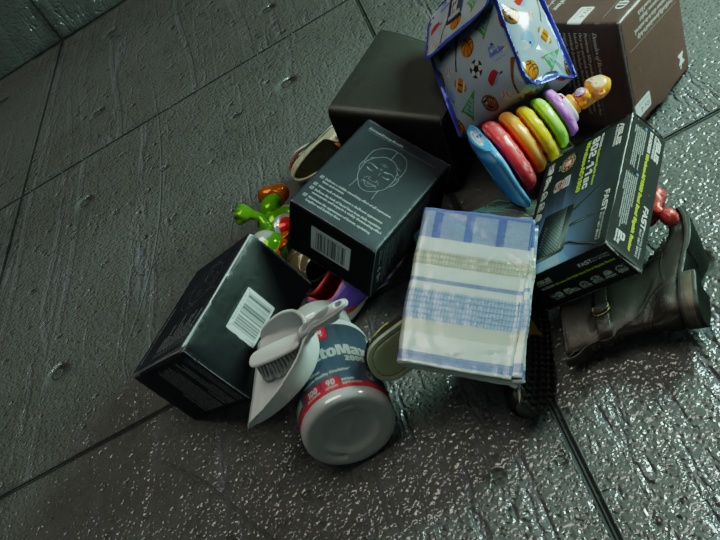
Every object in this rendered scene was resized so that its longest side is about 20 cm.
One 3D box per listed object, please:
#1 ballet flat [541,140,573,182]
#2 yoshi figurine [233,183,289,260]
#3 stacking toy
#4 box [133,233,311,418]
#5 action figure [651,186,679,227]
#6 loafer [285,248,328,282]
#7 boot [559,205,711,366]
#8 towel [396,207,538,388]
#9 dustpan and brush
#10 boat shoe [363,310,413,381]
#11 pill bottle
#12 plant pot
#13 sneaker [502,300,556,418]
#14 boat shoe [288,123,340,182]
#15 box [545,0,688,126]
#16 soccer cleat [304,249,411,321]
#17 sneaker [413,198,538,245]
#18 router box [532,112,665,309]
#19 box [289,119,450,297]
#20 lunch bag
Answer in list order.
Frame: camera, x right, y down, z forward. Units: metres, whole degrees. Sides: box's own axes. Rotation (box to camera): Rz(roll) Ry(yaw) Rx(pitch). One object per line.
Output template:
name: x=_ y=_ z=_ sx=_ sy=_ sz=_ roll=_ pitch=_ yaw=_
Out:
ballet flat: x=0.280 y=-0.162 z=1.177 sx=0.064 sy=0.071 sz=0.202 roll=-12 pitch=44 yaw=0
yoshi figurine: x=-0.162 y=-0.048 z=1.342 sx=0.110 sy=0.113 sz=0.202 roll=16 pitch=38 yaw=-5
stacking toy: x=0.250 y=-0.194 z=1.096 sx=0.199 sy=0.110 sz=0.117 roll=-37 pitch=33 yaw=9
box: x=-0.199 y=0.084 z=1.173 sx=0.195 sy=0.123 sz=0.202 roll=-24 pitch=33 yaw=52
action figure: x=0.329 y=-0.078 z=1.015 sx=0.065 sy=0.052 sz=0.200 roll=-45 pitch=15 yaw=-1
loafer: x=-0.029 y=-0.050 z=1.285 sx=0.200 sy=0.076 sz=0.068 roll=-45 pitch=38 yaw=3
boot: x=0.314 y=0.015 z=0.967 sx=0.172 sy=0.070 sz=0.202 roll=-18 pitch=33 yaw=33
towel: x=0.125 y=0.026 z=0.938 sx=0.144 sy=0.024 sz=0.204 roll=7 pitch=67 yaw=10
dustpan and brush: x=-0.077 y=0.089 z=0.984 sx=0.198 sy=0.057 sz=0.141 roll=-28 pitch=41 yaw=29
boat shoe: x=0.091 y=0.060 z=0.986 sx=0.199 sy=0.073 sz=0.061 roll=-29 pitch=8 yaw=-7
pill bottle: x=-0.036 y=0.134 z=1.054 sx=0.118 sy=0.120 sz=0.201 roll=-30 pitch=38 yaw=5
plant pot: x=0.091 y=-0.236 z=1.301 sx=0.175 sy=0.201 sz=0.202 roll=12 pitch=56 yaw=31
sneaker: x=0.178 y=0.099 z=0.986 sx=0.089 sy=0.070 sz=0.203 roll=-28 pitch=36 yaw=34
boat shoe: x=-0.045 y=-0.227 z=1.473 sx=0.198 sy=0.072 sz=0.063 roll=-33 pitch=22 yaw=13
box: x=0.343 y=-0.328 z=1.204 sx=0.198 sy=0.166 sz=0.166 roll=16 pitch=51 yaw=45
soccer cleat: x=0.000 y=0.000 z=1.205 sx=0.200 sy=0.074 sz=0.068 roll=-46 pitch=39 yaw=-14
sneaker: x=0.173 y=-0.056 z=1.149 sx=0.196 sy=0.079 sz=0.092 roll=-2 pitch=37 yaw=26
router box: x=0.271 y=-0.068 z=0.972 sx=0.149 sy=0.062 sz=0.203 roll=-31 pitch=32 yaw=53
box: x=0.012 y=-0.092 z=1.176 sx=0.147 sy=0.108 sz=0.200 roll=31 pitch=58 yaw=17
lunch bag: x=0.179 y=-0.315 z=1.149 sx=0.122 sy=0.204 sz=0.169 roll=-13 pitch=-10 yaw=-34
